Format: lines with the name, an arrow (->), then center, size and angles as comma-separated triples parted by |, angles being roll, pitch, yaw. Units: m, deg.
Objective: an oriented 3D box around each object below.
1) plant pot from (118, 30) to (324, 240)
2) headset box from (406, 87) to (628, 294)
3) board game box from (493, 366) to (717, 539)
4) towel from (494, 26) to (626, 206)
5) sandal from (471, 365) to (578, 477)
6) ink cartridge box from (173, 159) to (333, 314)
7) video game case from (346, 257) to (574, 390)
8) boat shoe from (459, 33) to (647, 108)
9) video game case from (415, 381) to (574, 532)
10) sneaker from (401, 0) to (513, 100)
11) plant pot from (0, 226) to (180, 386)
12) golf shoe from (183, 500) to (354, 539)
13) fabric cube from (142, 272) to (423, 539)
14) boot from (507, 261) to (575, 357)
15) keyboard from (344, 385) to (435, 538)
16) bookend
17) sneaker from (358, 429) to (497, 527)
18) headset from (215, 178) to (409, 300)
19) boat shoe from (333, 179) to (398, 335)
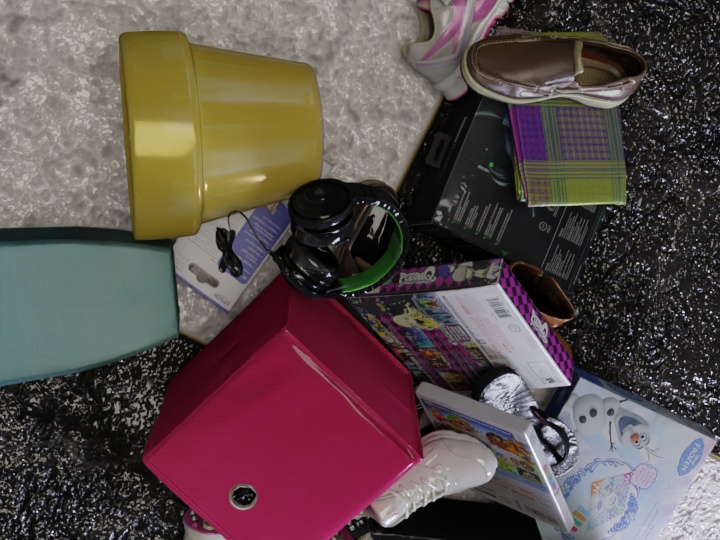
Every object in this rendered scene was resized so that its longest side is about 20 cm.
plant pot -> -0.139, -0.135, 1.071 | 0.186, 0.201, 0.204 | -4, 98, -14
headset box -> 0.167, -0.094, 1.201 | 0.198, 0.093, 0.176 | 24, 84, -15
board game box -> 0.290, 0.242, 1.290 | 0.197, 0.043, 0.202 | 25, 103, -13
towel -> 0.217, -0.166, 1.156 | 0.142, 0.023, 0.203 | -3, 79, -23
sandal -> 0.186, 0.181, 1.181 | 0.075, 0.048, 0.200 | -43, 128, 2
ink cartridge box -> -0.125, -0.062, 1.180 | 0.094, 0.037, 0.201 | 36, 87, -14
video game case -> 0.108, 0.064, 1.147 | 0.200, 0.179, 0.036 | 48, 47, -41
boat shoe -> 0.203, -0.215, 1.107 | 0.200, 0.075, 0.076 | -1, 78, -22
video game case -> 0.149, 0.205, 1.182 | 0.018, 0.142, 0.201 | -52, 137, -24
sneaker -> 0.111, -0.294, 1.178 | 0.087, 0.081, 0.202 | 24, 91, -16
plant pot -> -0.285, 0.027, 1.095 | 0.197, 0.141, 0.143 | -5, 98, -8
golf shoe -> -0.107, 0.314, 1.224 | 0.197, 0.075, 0.093 | 10, 110, -11
fabric cube -> -0.074, 0.150, 1.113 | 0.199, 0.200, 0.196 | -42, 105, 13
boot -> 0.193, 0.053, 1.196 | 0.199, 0.155, 0.077 | 36, 64, -17
keyboard -> 0.049, 0.217, 1.263 | 0.199, 0.021, 0.128 | -29, 103, -8
bookend -> 0.093, 0.372, 1.242 | 0.197, 0.092, 0.201 | 8, 108, -5
sneaker -> 0.053, 0.237, 1.167 | 0.198, 0.100, 0.078 | -16, 117, 25
headset -> -0.043, -0.022, 1.046 | 0.198, 0.094, 0.125 | 4, 126, -22
boat shoe -> 0.000, 0.000, 1.196 | 0.073, 0.073, 0.203 | 7, 96, -13
